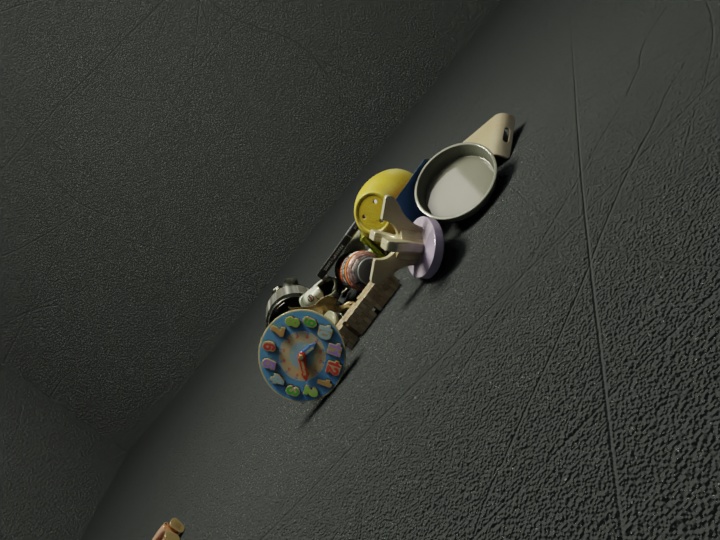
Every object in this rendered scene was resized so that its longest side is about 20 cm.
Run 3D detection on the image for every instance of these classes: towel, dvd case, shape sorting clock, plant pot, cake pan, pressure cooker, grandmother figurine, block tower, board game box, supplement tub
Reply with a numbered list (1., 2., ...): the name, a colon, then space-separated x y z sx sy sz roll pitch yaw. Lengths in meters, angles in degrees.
1. towel: 0.031 -0.075 1.598 0.018 0.086 0.200 -44 9 7
2. dvd case: -0.051 -0.070 1.651 0.151 0.025 0.200 -53 2 24
3. shape sorting clock: -0.128 0.187 1.287 0.201 0.199 0.039 -50 0 1
4. plant pot: 0.061 -0.149 1.469 0.200 0.201 0.141 -43 -10 27
5. cake pan: 0.215 -0.193 1.311 0.197 0.037 0.204 -18 54 26
6. pressure cooker: -0.193 0.130 1.716 0.177 0.178 0.200 -52 13 1
7. grandmother figurine: -0.538 0.723 1.529 0.200 0.061 0.121 -44 5 18
8. block tower: 0.015 0.086 1.394 0.201 0.054 0.058 -53 14 -7
9. board game box: 0.142 -0.163 1.412 0.039 0.158 0.201 16 65 48
10. supplement tub: 0.000 0.000 1.567 0.108 0.107 0.200 -52 12 -9

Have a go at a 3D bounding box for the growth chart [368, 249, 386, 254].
1. growth chart: 0.035 -0.038 1.758 0.145 0.018 0.201 -47 12 21

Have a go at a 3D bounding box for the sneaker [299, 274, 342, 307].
1. sneaker: -0.086 0.053 1.635 0.088 0.074 0.200 -42 -3 28

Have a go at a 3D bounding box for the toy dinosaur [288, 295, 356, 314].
1. toy dinosaur: -0.100 0.110 1.503 0.058 0.196 0.103 -125 40 -55

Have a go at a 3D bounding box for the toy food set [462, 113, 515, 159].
1. toy food set: 0.300 -0.281 1.457 0.199 0.060 0.145 -37 30 51

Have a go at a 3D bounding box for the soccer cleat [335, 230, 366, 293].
1. soccer cleat: -0.028 -0.021 1.763 0.078 0.068 0.203 -129 59 -77

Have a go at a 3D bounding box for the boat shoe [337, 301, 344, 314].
1. boat shoe: -0.116 0.161 1.582 0.199 0.075 0.066 -44 -10 -7

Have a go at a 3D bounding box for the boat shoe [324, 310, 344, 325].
1. boat shoe: -0.088 0.189 1.475 0.202 0.067 0.072 -57 47 25

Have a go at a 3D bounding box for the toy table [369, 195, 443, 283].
1. toy table: 0.091 -0.059 1.258 0.200 0.115 0.188 176 102 -78
